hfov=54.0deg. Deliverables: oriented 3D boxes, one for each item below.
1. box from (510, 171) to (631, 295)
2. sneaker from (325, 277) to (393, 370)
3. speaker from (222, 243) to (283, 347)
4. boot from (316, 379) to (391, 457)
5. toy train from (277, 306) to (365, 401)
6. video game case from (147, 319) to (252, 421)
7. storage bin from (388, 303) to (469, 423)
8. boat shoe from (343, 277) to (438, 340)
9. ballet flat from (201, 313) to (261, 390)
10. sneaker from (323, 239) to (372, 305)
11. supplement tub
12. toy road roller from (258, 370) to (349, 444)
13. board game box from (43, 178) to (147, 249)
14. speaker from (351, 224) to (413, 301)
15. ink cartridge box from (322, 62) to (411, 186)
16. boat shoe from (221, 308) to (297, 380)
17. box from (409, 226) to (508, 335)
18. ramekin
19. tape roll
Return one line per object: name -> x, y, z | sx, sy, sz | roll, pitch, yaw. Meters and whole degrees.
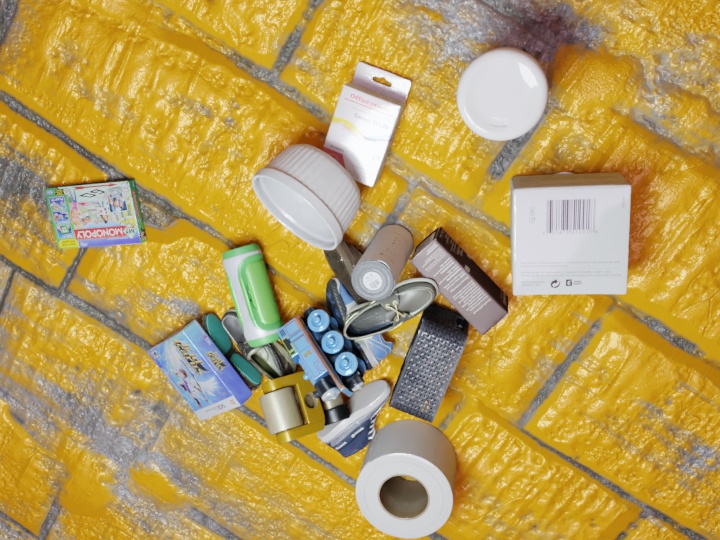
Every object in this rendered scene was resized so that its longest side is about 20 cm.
box -> 0.372, -0.067, 1.272 | 0.198, 0.131, 0.201 | -1, 108, 12
sneaker -> -0.006, 0.101, 1.444 | 0.077, 0.076, 0.200 | -29, 92, -19
speaker -> -0.218, 0.050, 1.439 | 0.088, 0.088, 0.201 | -15, 93, 16
boot -> 0.007, 0.318, 1.511 | 0.200, 0.073, 0.090 | -39, 115, 19
toy train -> -0.074, 0.167, 1.391 | 0.114, 0.087, 0.200 | -36, 67, 3
video game case -> -0.348, 0.220, 1.515 | 0.181, 0.045, 0.200 | -28, 101, 45
storage bin -> 0.136, 0.180, 1.395 | 0.094, 0.135, 0.201 | 21, 110, 3
boat shoe -> 0.056, 0.077, 1.332 | 0.201, 0.060, 0.072 | -26, 107, 23
ballet flat -> -0.296, 0.187, 1.526 | 0.075, 0.068, 0.200 | -30, 103, 28
sneaker -> 0.000, 0.000, 1.410 | 0.200, 0.075, 0.070 | 57, 152, -5
supplement tub -> 0.238, -0.301, 1.188 | 0.144, 0.200, 0.145 | 3, 108, 10
toy road roller -> -0.132, 0.282, 1.457 | 0.146, 0.200, 0.123 | -31, 74, 46
board game box -> -0.562, -0.119, 1.499 | 0.199, 0.029, 0.135 | -4, 106, 12
speaker -> 0.045, -0.019, 1.318 | 0.081, 0.200, 0.081 | 5, 113, 12
ink cartridge box -> 0.008, -0.273, 1.314 | 0.116, 0.068, 0.201 | 21, 111, 5
boat shoe -> -0.219, 0.163, 1.498 | 0.201, 0.066, 0.072 | 44, 112, -4
box -> 0.192, 0.018, 1.353 | 0.075, 0.100, 0.200 | -42, 96, 20
ramekin -> -0.094, -0.143, 1.313 | 0.200, 0.200, 0.105 | 39, 72, -2
tape roll -> 0.099, 0.436, 1.483 | 0.202, 0.139, 0.203 | 3, 109, 10
